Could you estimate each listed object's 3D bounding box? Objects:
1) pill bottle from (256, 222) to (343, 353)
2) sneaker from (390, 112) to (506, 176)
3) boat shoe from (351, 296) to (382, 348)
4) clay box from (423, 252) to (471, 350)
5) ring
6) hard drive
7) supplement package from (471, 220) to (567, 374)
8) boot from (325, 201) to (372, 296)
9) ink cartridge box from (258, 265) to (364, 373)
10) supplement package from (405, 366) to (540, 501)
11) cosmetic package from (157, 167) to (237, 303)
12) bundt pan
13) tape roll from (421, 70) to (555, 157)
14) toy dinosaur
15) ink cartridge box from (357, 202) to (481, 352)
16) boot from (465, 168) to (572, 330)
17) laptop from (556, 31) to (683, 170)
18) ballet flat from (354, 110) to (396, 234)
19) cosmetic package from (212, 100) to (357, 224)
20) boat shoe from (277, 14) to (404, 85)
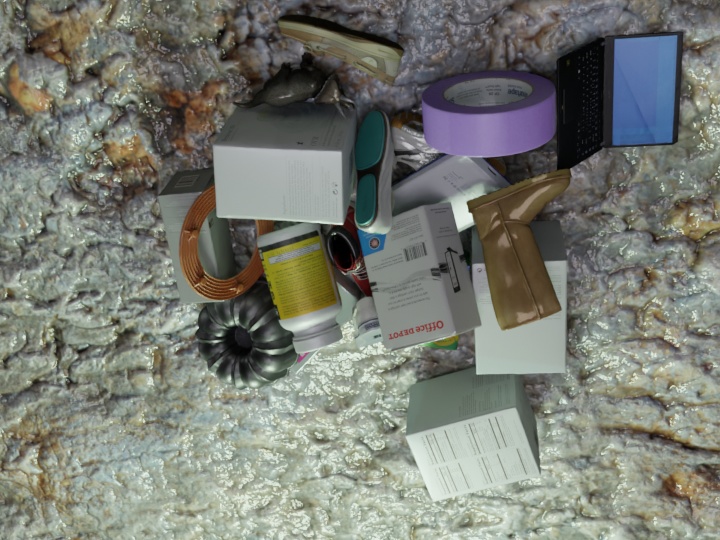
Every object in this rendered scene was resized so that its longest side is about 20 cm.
[{"bbox_3d":[-0.095,0.027,1.666,0.110,0.112,0.204,-15,93,14],"label":"pill bottle"},{"bbox_3d":[0.133,-0.177,1.604,0.197,0.076,0.089,24,125,5],"label":"sneaker"},{"bbox_3d":[0.015,0.084,1.705,0.070,0.200,0.071,-17,78,0],"label":"boat shoe"},{"bbox_3d":[0.121,0.059,1.728,0.112,0.048,0.203,7,121,4],"label":"clay box"},{"bbox_3d":[-0.213,-0.048,1.652,0.019,0.199,0.204,16,126,40],"label":"ring"},{"bbox_3d":[0.136,-0.116,1.600,0.131,0.026,0.198,37,138,-26],"label":"hard drive"},{"bbox_3d":[0.258,0.043,1.649,0.148,0.151,0.204,-2,117,7],"label":"supplement package"},{"bbox_3d":[0.000,0.000,1.664,0.071,0.145,0.202,-22,114,16],"label":"boot"},{"bbox_3d":[-0.117,0.060,1.767,0.173,0.044,0.200,38,115,-14],"label":"ink cartridge box"},{"bbox_3d":[0.198,0.278,1.766,0.196,0.153,0.153,-17,115,15],"label":"supplement package"},{"bbox_3d":[-0.270,-0.056,1.692,0.088,0.107,0.204,-5,118,11],"label":"cosmetic package"},{"bbox_3d":[-0.204,0.116,1.754,0.198,0.076,0.207,6,105,21],"label":"bundt pan"},{"bbox_3d":[0.189,-0.234,1.489,0.195,0.201,0.067,-2,117,8],"label":"tape roll"},{"bbox_3d":[-0.105,-0.284,1.550,0.195,0.103,0.078,-2,116,-4],"label":"toy dinosaur"},{"bbox_3d":[0.092,0.011,1.585,0.144,0.084,0.204,-17,86,40],"label":"ink cartridge box"},{"bbox_3d":[0.261,-0.033,1.508,0.172,0.066,0.204,-19,88,20],"label":"boot"},{"bbox_3d":[0.387,-0.250,1.509,0.102,0.198,0.181,18,125,40],"label":"laptop"},{"bbox_3d":[0.027,-0.148,1.567,0.068,0.204,0.070,3,159,1],"label":"ballet flat"},{"bbox_3d":[-0.111,-0.172,1.558,0.195,0.200,0.125,2,118,6],"label":"cosmetic package"},{"bbox_3d":[-0.034,-0.339,1.539,0.196,0.074,0.064,14,114,-8],"label":"boat shoe"}]
